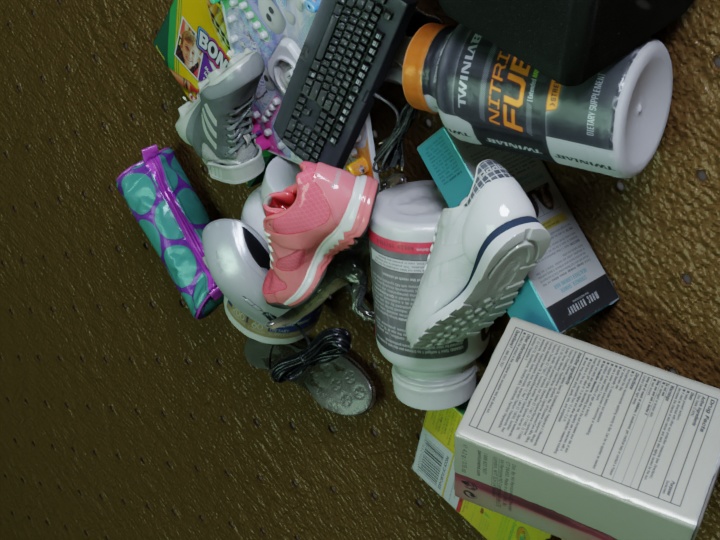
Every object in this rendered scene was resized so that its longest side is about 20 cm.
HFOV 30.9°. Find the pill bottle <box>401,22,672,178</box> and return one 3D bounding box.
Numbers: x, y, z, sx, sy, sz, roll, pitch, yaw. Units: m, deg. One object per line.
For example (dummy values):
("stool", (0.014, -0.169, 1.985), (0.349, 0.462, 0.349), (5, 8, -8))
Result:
("pill bottle", (0.131, -0.142, 1.011), (0.199, 0.106, 0.107), (17, 124, 31))

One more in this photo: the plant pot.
("plant pot", (0.147, -0.253, 0.899), (0.199, 0.200, 0.178), (38, 150, 31))

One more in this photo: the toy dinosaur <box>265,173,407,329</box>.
("toy dinosaur", (0.000, 0.000, 1.293), (0.088, 0.200, 0.047), (37, 180, -5))

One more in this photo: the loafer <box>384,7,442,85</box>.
("loafer", (0.044, -0.202, 1.159), (0.199, 0.075, 0.070), (25, 116, 38))

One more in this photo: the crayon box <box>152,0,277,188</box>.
("crayon box", (-0.122, -0.217, 1.359), (0.201, 0.058, 0.173), (56, 144, 10))

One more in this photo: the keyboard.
("keyboard", (0.000, -0.157, 1.125), (0.127, 0.021, 0.201), (31, 133, 6))

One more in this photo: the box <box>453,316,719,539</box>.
("box", (0.189, 0.144, 1.057), (0.199, 0.128, 0.109), (20, 146, 17))

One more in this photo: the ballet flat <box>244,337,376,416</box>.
("ballet flat", (-0.053, 0.115, 1.495), (0.199, 0.046, 0.068), (18, 94, 39))

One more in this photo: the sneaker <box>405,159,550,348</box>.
("sneaker", (0.088, -0.006, 1.084), (0.081, 0.076, 0.200), (62, 142, 23))

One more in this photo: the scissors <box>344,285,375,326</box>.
("scissors", (0.023, 0.057, 1.362), (0.200, 0.014, 0.073), (53, 176, 19))

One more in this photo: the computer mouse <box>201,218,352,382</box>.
("computer mouse", (-0.098, 0.033, 1.327), (0.109, 0.044, 0.200), (-20, 120, 36))

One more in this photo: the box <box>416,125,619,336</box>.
("box", (0.135, -0.041, 1.121), (0.201, 0.082, 0.049), (62, 146, 4))

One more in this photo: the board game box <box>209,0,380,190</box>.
("board game box", (-0.068, -0.181, 1.225), (0.199, 0.026, 0.201), (26, 136, 43))

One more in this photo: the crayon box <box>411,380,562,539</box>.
("crayon box", (0.144, 0.210, 1.290), (0.200, 0.051, 0.128), (41, 139, 30))

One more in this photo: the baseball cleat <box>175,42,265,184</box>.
("baseball cleat", (-0.117, -0.145, 1.251), (0.107, 0.070, 0.200), (54, 159, -5))

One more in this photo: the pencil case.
("pencil case", (-0.212, -0.046, 1.559), (0.201, 0.085, 0.092), (58, 160, 8))

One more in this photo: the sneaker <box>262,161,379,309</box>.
("sneaker", (-0.058, -0.040, 1.211), (0.086, 0.074, 0.200), (26, 139, -14))

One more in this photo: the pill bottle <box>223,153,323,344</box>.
("pill bottle", (-0.077, -0.024, 1.376), (0.111, 0.111, 0.201), (45, 141, 25))

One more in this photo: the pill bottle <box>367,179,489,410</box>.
("pill bottle", (0.066, 0.026, 1.224), (0.110, 0.110, 0.201), (23, 127, 43))
